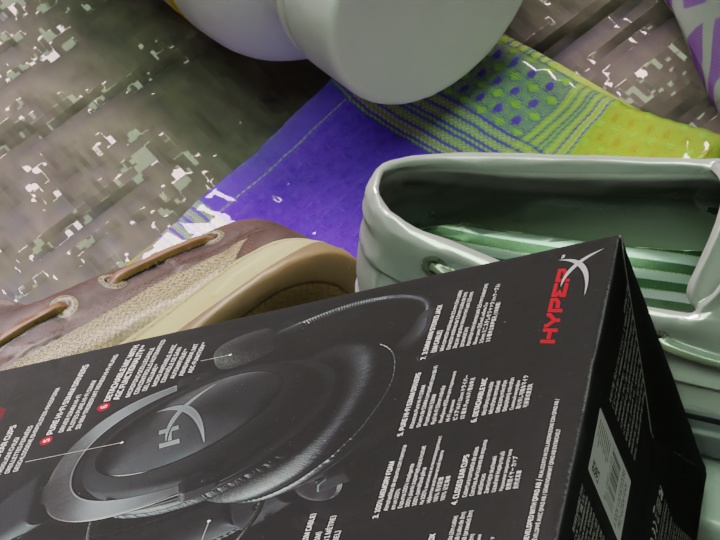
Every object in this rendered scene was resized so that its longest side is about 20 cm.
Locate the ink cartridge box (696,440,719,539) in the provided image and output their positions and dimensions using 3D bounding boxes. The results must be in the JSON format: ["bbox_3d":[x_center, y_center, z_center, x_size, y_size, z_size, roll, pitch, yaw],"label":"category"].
[{"bbox_3d":[0.171,0.065,0.717,0.199,0.083,0.146,23,53,24],"label":"ink cartridge box"}]

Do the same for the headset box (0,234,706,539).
[{"bbox_3d":[-0.030,0.079,0.629,0.199,0.078,0.149,-14,28,20],"label":"headset box"}]

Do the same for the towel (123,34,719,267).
[{"bbox_3d":[0.000,0.000,0.824,0.200,0.023,0.143,-40,45,-17],"label":"towel"}]

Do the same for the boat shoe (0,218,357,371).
[{"bbox_3d":[-0.091,0.044,0.758,0.199,0.072,0.072,-33,37,-16],"label":"boat shoe"}]

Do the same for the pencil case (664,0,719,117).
[{"bbox_3d":[0.128,-0.106,0.847,0.083,0.086,0.201,-20,58,-7],"label":"pencil case"}]

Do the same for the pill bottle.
[{"bbox_3d":[-0.037,-0.136,0.873,0.111,0.112,0.200,-40,52,-13],"label":"pill bottle"}]

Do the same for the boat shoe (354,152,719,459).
[{"bbox_3d":[0.094,0.007,0.675,0.199,0.067,0.074,-1,47,6],"label":"boat shoe"}]
